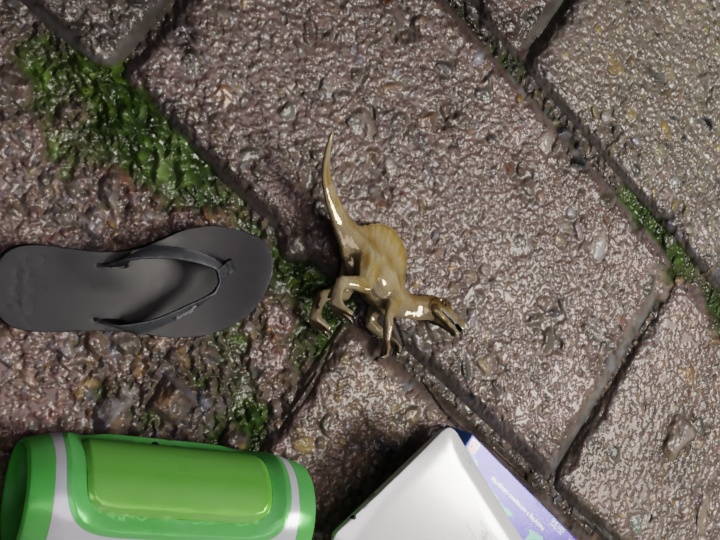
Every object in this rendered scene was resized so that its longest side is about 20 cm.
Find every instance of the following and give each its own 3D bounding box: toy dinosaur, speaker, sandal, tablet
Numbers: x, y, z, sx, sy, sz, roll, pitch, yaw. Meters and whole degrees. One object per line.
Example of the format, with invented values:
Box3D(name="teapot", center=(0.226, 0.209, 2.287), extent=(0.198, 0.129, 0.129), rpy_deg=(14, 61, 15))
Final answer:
Box3D(name="toy dinosaur", center=(0.000, 0.000, 0.820), extent=(0.200, 0.058, 0.102), rpy_deg=(50, 55, -29))
Box3D(name="speaker", center=(-0.133, 0.158, 0.725), extent=(0.198, 0.088, 0.090), rpy_deg=(11, 87, -28))
Box3D(name="sandal", center=(-0.148, 0.013, 0.736), extent=(0.198, 0.043, 0.077), rpy_deg=(-7, 96, -28))
Box3D(name="tablet", center=(0.073, 0.236, 0.833), extent=(0.130, 0.014, 0.201), rpy_deg=(-39, 108, -21))

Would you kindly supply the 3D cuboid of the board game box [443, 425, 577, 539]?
Box3D(name="board game box", center=(0.069, 0.252, 0.865), extent=(0.152, 0.045, 0.201), rpy_deg=(44, 73, -23))
